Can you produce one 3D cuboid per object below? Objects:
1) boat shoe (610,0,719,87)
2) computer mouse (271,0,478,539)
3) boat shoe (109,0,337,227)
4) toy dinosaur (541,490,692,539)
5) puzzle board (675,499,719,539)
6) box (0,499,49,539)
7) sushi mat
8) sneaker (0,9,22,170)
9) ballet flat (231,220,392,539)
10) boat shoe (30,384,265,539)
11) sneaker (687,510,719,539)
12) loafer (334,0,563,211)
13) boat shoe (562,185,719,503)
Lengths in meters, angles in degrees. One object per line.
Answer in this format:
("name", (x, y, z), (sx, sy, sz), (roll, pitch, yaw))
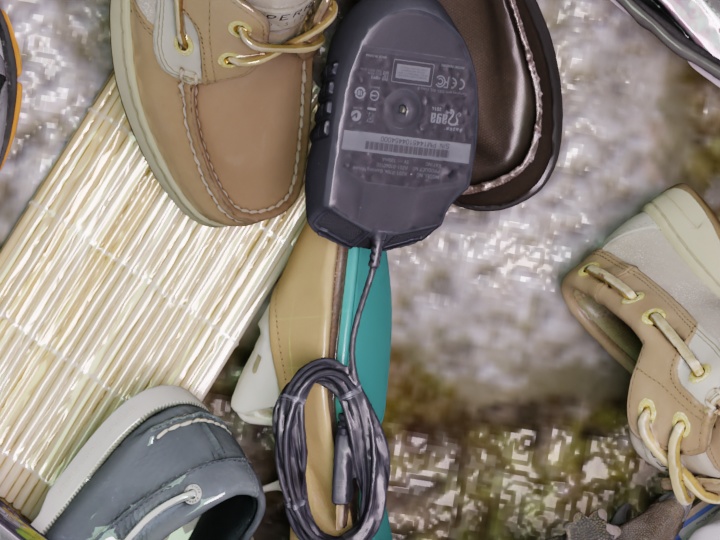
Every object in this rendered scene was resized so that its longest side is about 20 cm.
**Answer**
("boat shoe", (0.111, -0.126, 1.029), (0.200, 0.057, 0.067), (43, 91, -2))
("computer mouse", (0.000, 0.000, 0.982), (0.058, 0.034, 0.202), (8, 95, -26))
("boat shoe", (-0.044, -0.103, 0.975), (0.074, 0.066, 0.201), (-27, 122, -34))
("toy dinosaur", (0.038, 0.125, 0.974), (0.198, 0.102, 0.078), (-12, 75, -13))
("puzzle board", (0.144, 0.167, 1.058), (0.199, 0.017, 0.151), (-35, 91, -1))
("box", (-0.189, 0.099, 0.963), (0.200, 0.035, 0.110), (38, 92, 0))
("sushi mat", (-0.086, 0.002, 1.048), (0.095, 0.012, 0.201), (32, 90, -3))
("sneaker", (-0.170, -0.115, 1.012), (0.078, 0.077, 0.202), (-9, 93, -3))
("ballet flat", (-0.020, 0.068, 1.028), (0.063, 0.069, 0.202), (-4, 90, 16))
("boat shoe", (-0.105, 0.138, 1.009), (0.062, 0.073, 0.201), (37, 94, 37))
("sneaker", (0.213, 0.133, 1.016), (0.200, 0.078, 0.100), (46, 61, -14))
("loafer", (0.013, -0.113, 1.009), (0.073, 0.071, 0.201), (-21, 96, 15))
("boat shoe", (0.125, 0.047, 0.969), (0.066, 0.200, 0.074), (-30, 121, 2))
